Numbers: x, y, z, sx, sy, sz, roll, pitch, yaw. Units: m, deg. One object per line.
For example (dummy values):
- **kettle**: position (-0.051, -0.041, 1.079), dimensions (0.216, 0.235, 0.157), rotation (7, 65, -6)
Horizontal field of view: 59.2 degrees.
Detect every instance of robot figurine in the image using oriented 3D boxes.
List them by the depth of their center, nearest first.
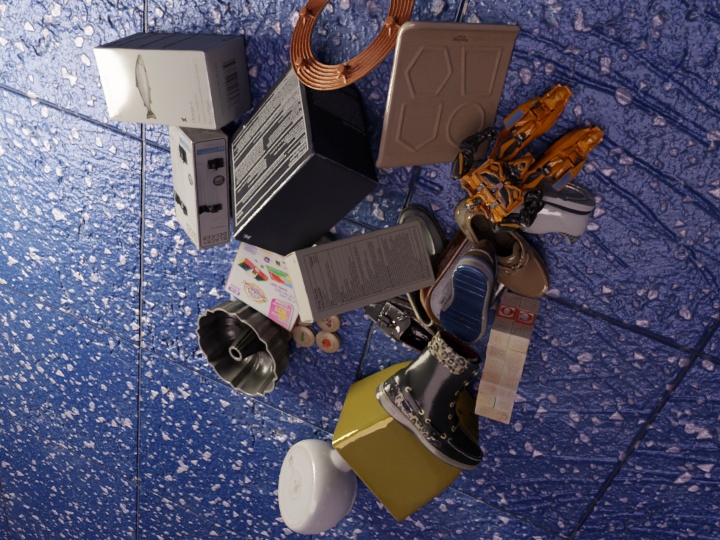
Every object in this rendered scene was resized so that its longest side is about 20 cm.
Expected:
- **robot figurine**: position (0.216, -0.146, 0.837), dimensions (0.200, 0.058, 0.145), rotation (-42, 94, -7)

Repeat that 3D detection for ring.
- **ring**: position (-0.018, -0.330, 0.831), dimensions (0.199, 0.202, 0.019), rotation (-17, 154, 30)

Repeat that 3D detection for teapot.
- **teapot**: position (-0.074, 0.454, 1.322), dimensions (0.145, 0.199, 0.199), rotation (15, 166, -30)

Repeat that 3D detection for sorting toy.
- **sorting toy**: position (0.112, -0.233, 0.848), dimensions (0.037, 0.184, 0.201), rotation (52, 141, 42)

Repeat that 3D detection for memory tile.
- **memory tile**: position (-0.106, 0.062, 1.186), dimensions (0.152, 0.017, 0.202), rotation (13, 123, 16)

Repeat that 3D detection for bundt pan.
- **bundt pan**: position (-0.220, 0.142, 1.231), dimensions (0.200, 0.076, 0.203), rotation (17, 127, 25)

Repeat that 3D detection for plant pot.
- **plant pot**: position (0.099, 0.275, 1.123), dimensions (0.199, 0.196, 0.195), rotation (-35, 102, 22)

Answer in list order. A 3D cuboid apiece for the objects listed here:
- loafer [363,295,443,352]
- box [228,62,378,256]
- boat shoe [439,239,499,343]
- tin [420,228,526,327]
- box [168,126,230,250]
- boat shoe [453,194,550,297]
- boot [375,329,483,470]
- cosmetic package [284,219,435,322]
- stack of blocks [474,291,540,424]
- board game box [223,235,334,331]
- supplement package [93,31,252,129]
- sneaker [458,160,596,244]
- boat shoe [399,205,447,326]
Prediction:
- **loafer**: position (0.092, 0.101, 1.096), dimensions (0.199, 0.063, 0.072), rotation (26, 125, 7)
- **box**: position (-0.091, -0.158, 0.925), dimensions (0.123, 0.200, 0.200), rotation (20, 136, -36)
- **boat shoe**: position (0.167, 0.034, 0.915), dimensions (0.072, 0.073, 0.201), rotation (27, 149, 14)
- **tin**: position (0.175, 0.005, 0.979), dimensions (0.111, 0.042, 0.201), rotation (26, 110, -21)
- **box**: position (-0.270, -0.150, 1.066), dimensions (0.117, 0.060, 0.201), rotation (45, 140, 40)
- **boat shoe**: position (0.209, -0.022, 0.914), dimensions (0.071, 0.065, 0.200), rotation (-43, 112, 14)
- **boot**: position (0.143, 0.201, 0.971), dimensions (0.203, 0.074, 0.154), rotation (39, 110, -5)
- **cosmetic package**: position (0.000, 0.000, 0.931), dimensions (0.073, 0.198, 0.105), rotation (166, 89, -71)
- **stack of blocks**: position (0.232, 0.131, 1.002), dimensions (0.058, 0.115, 0.201), rotation (14, 134, 15)
- **board game box**: position (-0.147, -0.006, 1.129), dimensions (0.152, 0.040, 0.201), rotation (31, 126, 4)
- **supplement package**: position (-0.288, -0.299, 0.990), dimensions (0.198, 0.117, 0.118), rotation (8, 123, 19)
- **sneaker**: position (0.232, -0.098, 0.918), dimensions (0.198, 0.077, 0.081), rotation (21, 132, 12)
- **boat shoe**: position (0.104, -0.004, 1.026), dimensions (0.074, 0.068, 0.201), rotation (-7, 115, 26)
